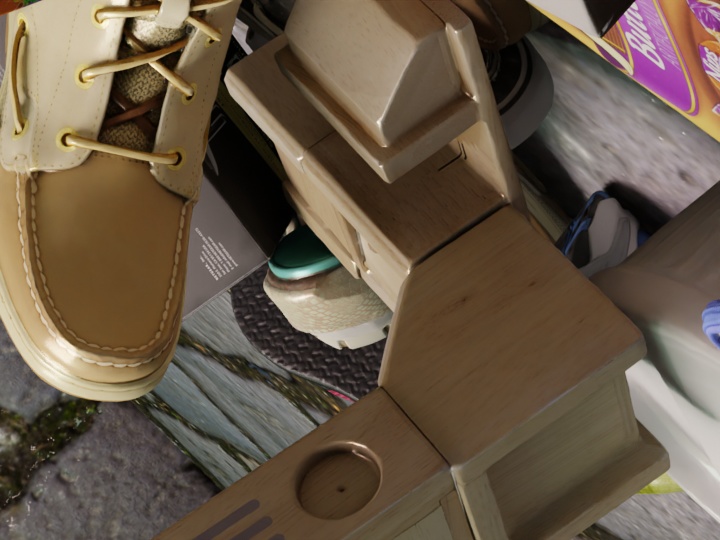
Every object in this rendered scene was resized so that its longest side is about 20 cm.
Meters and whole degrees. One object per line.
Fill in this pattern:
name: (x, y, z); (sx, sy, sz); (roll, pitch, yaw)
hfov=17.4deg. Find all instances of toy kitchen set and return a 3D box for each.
toy kitchen set: (-0.031, 0.005, 0.788); (0.200, 0.180, 0.163); (48, 166, 38)

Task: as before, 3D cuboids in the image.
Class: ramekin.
ramekin: (0.177, 0.045, 0.838); (0.202, 0.094, 0.202); (39, 168, 10)

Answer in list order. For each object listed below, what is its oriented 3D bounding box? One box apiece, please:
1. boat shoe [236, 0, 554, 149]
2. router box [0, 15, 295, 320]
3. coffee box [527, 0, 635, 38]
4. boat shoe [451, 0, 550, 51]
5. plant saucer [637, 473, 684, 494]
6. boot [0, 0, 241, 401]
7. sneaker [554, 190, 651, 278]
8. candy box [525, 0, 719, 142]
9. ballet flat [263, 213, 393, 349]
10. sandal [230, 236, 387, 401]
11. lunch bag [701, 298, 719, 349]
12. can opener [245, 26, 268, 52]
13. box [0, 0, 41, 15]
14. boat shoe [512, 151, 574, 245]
boat shoe: (-0.007, -0.108, 0.934); (0.200, 0.071, 0.064); (35, 168, 37)
router box: (-0.102, -0.091, 0.961); (0.200, 0.052, 0.157); (54, -164, -9)
coffee box: (0.034, -0.161, 0.509); (0.080, 0.113, 0.200); (33, 165, 35)
boat shoe: (-0.014, -0.144, 0.832); (0.200, 0.066, 0.074); (45, 168, -17)
plant saucer: (0.099, 0.054, 1.235); (0.200, 0.048, 0.200); (43, 168, -5)
boot: (-0.065, -0.074, 0.743); (0.073, 0.201, 0.155); (12, 151, -21)
sneaker: (0.097, 0.050, 0.952); (0.077, 0.200, 0.076); (31, 138, -4)
candy box: (0.087, -0.103, 0.690); (0.200, 0.056, 0.117); (39, 169, 17)
ballet flat: (0.000, 0.000, 0.996); (0.200, 0.067, 0.063); (-80, -27, -75)
sandal: (-0.002, 0.052, 1.504); (0.200, 0.075, 0.045); (36, 179, 15)
lunch bag: (0.202, 0.030, 0.639); (0.200, 0.076, 0.160); (27, 167, -20)
can opener: (0.009, -0.066, 1.076); (0.067, 0.053, 0.200); (33, 167, 37)
box: (-0.102, -0.181, 0.595); (0.200, 0.192, 0.122); (39, 131, 21)
boat shoe: (0.083, 0.005, 1.091); (0.200, 0.072, 0.065); (50, -155, -38)
